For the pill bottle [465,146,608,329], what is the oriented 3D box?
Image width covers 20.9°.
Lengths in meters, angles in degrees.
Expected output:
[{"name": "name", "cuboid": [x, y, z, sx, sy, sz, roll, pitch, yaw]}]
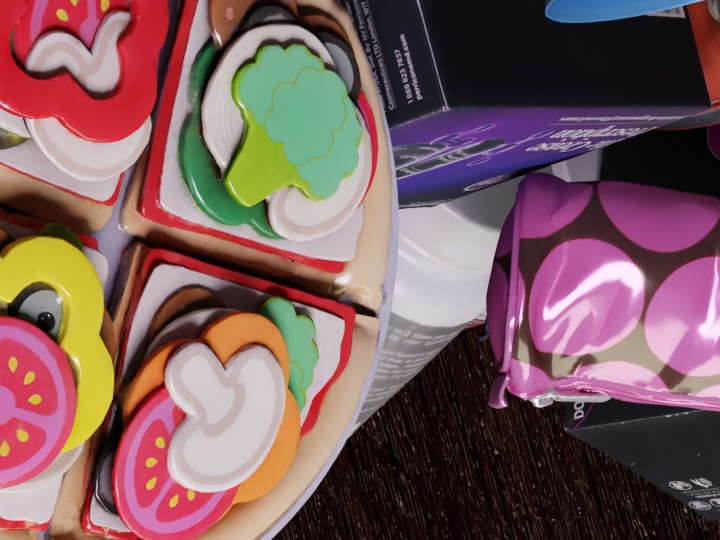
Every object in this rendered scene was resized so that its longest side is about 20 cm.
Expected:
[{"name": "pill bottle", "cuboid": [0.059, -0.028, 1.056, 0.200, 0.113, 0.113, -20, 172, 41]}]

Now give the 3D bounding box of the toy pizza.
[{"name": "toy pizza", "cuboid": [-0.058, -0.009, 0.497, 0.200, 0.201, 0.032, -10, -171, -41]}]

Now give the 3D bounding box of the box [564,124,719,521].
[{"name": "box", "cuboid": [0.203, 0.000, 0.938, 0.148, 0.200, 0.124, -14, 145, 42]}]

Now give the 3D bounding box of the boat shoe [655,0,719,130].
[{"name": "boat shoe", "cuboid": [0.172, -0.107, 0.753, 0.200, 0.071, 0.063, -26, -176, 34]}]

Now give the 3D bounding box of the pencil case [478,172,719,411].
[{"name": "pencil case", "cuboid": [0.149, 0.019, 0.779, 0.200, 0.094, 0.091, 7, 168, 0]}]

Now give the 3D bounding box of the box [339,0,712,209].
[{"name": "box", "cuboid": [0.019, -0.072, 0.713, 0.141, 0.079, 0.200, -16, 175, 35]}]

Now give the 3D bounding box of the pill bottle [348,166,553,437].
[{"name": "pill bottle", "cuboid": [0.000, 0.000, 0.963, 0.113, 0.113, 0.200, -10, 153, -44]}]

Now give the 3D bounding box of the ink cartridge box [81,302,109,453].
[{"name": "ink cartridge box", "cuboid": [-0.181, 0.019, 0.566, 0.146, 0.147, 0.200, -31, -174, -36]}]

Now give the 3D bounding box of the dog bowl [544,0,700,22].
[{"name": "dog bowl", "cuboid": [0.124, -0.128, 0.574, 0.111, 0.050, 0.200, -12, 173, -27]}]
